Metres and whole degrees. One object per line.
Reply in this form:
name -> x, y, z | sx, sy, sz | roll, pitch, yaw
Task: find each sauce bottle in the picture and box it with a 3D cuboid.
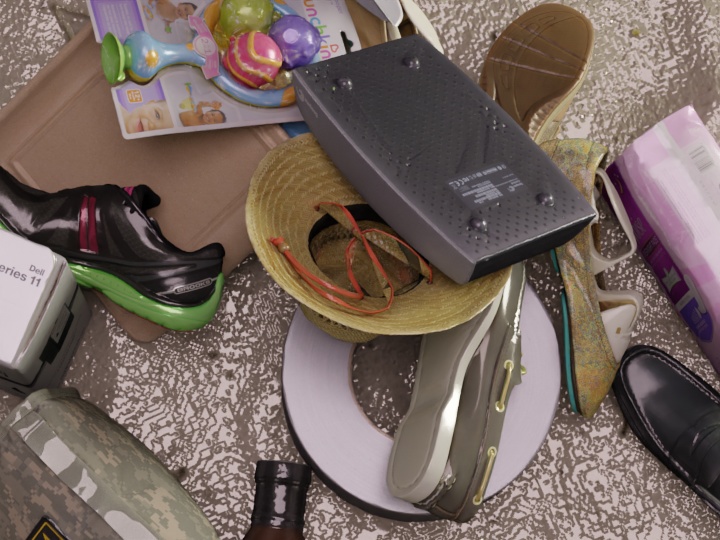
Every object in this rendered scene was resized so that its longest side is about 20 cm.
sauce bottle -> -0.065, 0.234, 1.435 | 0.064, 0.065, 0.202 | 6, 80, -1

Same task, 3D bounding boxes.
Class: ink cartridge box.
ink cartridge box -> -0.270, 0.019, 1.400 | 0.145, 0.200, 0.084 | 22, 78, 3

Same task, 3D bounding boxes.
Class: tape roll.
tape roll -> 0.042, 0.077, 1.472 | 0.198, 0.066, 0.203 | 1, 78, -3

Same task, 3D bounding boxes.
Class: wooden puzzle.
wooden puzzle -> -0.154, -0.079, 1.490 | 0.185, 0.037, 0.200 | -42, 86, 11

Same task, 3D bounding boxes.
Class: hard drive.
hard drive -> 0.052, -0.076, 1.405 | 0.134, 0.043, 0.200 | -20, 57, -38

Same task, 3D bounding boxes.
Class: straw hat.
straw hat -> 0.000, 0.000, 1.401 | 0.199, 0.086, 0.202 | 12, 42, -10

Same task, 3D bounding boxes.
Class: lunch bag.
lunch bag -> -0.175, 0.166, 1.375 | 0.164, 0.200, 0.118 | 44, 79, 6

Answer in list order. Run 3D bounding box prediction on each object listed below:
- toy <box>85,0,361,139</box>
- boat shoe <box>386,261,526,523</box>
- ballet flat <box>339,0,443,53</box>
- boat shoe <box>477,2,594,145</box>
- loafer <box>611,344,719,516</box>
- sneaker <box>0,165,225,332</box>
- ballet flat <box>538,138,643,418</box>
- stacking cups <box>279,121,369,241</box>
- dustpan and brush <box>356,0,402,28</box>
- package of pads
toy -> -0.084, -0.160, 1.444 | 0.198, 0.047, 0.116 | -9, 69, -24
boat shoe -> 0.077, 0.073, 1.408 | 0.060, 0.072, 0.203 | 30, 65, -25
ballet flat -> 0.037, -0.131, 1.507 | 0.063, 0.068, 0.202 | -26, 78, 29
boat shoe -> 0.112, -0.112, 1.516 | 0.071, 0.065, 0.201 | 26, 62, 10
loafer -> 0.257, 0.131, 1.467 | 0.068, 0.070, 0.201 | -40, 82, -8
sneaker -> -0.184, -0.030, 1.450 | 0.199, 0.077, 0.084 | 26, 92, -2
ballet flat -> 0.166, 0.005, 1.451 | 0.070, 0.071, 0.202 | -11, 97, -5
stacking cups -> -0.044, -0.104, 1.503 | 0.200, 0.061, 0.061 | 43, 80, 9
dustpan and brush -> -0.031, -0.267, 1.496 | 0.057, 0.200, 0.140 | -42, 125, -4
package of pads -> 0.253, -0.010, 1.471 | 0.075, 0.121, 0.201 | -31, 82, -8
